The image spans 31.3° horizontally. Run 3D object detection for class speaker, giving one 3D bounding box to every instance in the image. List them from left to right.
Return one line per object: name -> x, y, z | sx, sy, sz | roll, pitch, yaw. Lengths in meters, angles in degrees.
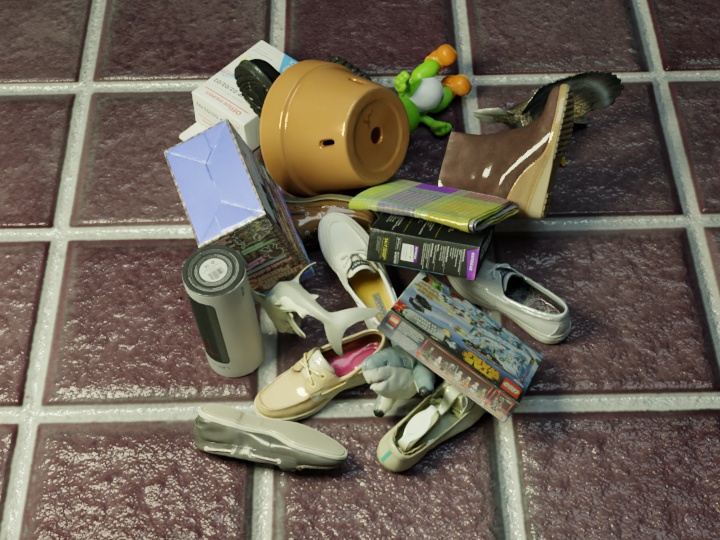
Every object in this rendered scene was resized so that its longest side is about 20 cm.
speaker -> -0.173, 0.055, 1.654 | 0.081, 0.200, 0.081 | -2, 56, 3

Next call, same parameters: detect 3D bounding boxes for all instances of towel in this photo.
towel -> 0.100, -0.088, 1.755 | 0.199, 0.023, 0.144 | 13, 21, 28

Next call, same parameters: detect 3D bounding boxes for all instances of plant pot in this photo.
plant pot -> -0.025, -0.195, 1.830 | 0.140, 0.200, 0.200 | 12, 47, 42

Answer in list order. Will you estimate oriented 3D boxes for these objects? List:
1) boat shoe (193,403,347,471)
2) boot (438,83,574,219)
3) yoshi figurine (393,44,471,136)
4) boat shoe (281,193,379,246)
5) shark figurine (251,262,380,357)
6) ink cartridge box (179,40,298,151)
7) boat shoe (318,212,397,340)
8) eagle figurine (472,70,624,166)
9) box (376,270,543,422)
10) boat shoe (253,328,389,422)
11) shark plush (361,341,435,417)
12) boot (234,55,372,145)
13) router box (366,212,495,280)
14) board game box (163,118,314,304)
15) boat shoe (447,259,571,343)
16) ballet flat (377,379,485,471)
boat shoe -> -0.115, 0.221, 1.620 | 0.199, 0.057, 0.067 | 16, 17, 9
boot -> 0.202, -0.178, 1.804 | 0.166, 0.072, 0.201 | 17, 96, 22
yoshi figurine -> 0.089, -0.258, 1.967 | 0.112, 0.112, 0.200 | 39, 64, 20
boat shoe -> -0.073, -0.064, 1.840 | 0.199, 0.072, 0.068 | 2, 54, 15
shark figurine -> -0.070, 0.030, 1.646 | 0.090, 0.128, 0.214 | -50, 21, -17
ink cartridge box -> -0.178, -0.258, 1.993 | 0.115, 0.068, 0.200 | 33, 59, 24
boat shoe -> 0.000, 0.000, 1.746 | 0.071, 0.070, 0.200 | -24, 71, -5
eagle figurine -> 0.278, -0.225, 1.929 | 0.152, 0.151, 0.200 | 27, 66, 33
box -> 0.130, 0.093, 1.649 | 0.200, 0.040, 0.137 | 37, 30, 4
boat shoe -> -0.050, 0.130, 1.675 | 0.200, 0.069, 0.074 | -26, 55, -20
shark plush -> 0.068, 0.101, 1.662 | 0.083, 0.091, 0.200 | 55, 47, -11
boot -> -0.080, -0.277, 1.938 | 0.079, 0.211, 0.158 | -1, 49, 53
router box -> 0.101, -0.049, 1.767 | 0.149, 0.051, 0.200 | 11, 18, 10
board game box -> -0.159, -0.075, 1.713 | 0.097, 0.200, 0.160 | -26, 62, 5
boat shoe -> 0.201, 0.026, 1.756 | 0.072, 0.069, 0.200 | -36, 58, -25
ballet flat -> 0.102, 0.181, 1.634 | 0.069, 0.070, 0.200 | 36, 60, 26
